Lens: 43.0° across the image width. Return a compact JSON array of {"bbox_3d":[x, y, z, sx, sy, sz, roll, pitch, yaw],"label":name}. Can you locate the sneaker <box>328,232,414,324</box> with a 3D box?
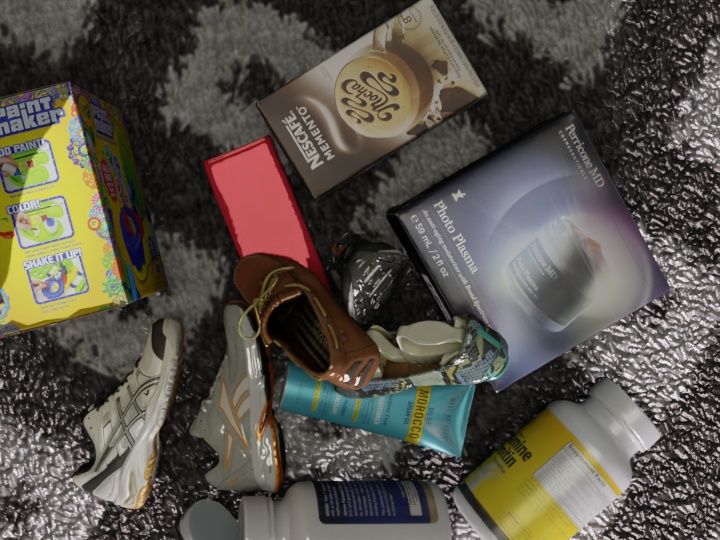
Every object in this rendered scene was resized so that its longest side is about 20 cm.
[{"bbox_3d":[0.000,0.000,0.865,0.079,0.200,0.074,40,90,5],"label":"sneaker"}]

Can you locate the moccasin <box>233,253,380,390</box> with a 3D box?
[{"bbox_3d":[-0.067,0.044,0.861,0.078,0.201,0.074,13,115,-44],"label":"moccasin"}]

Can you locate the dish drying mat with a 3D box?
[{"bbox_3d":[-0.092,-0.033,0.948,0.077,0.018,0.201,-22,93,0],"label":"dish drying mat"}]

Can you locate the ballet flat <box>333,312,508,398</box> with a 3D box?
[{"bbox_3d":[0.041,0.074,0.852,0.200,0.074,0.074,-15,94,35],"label":"ballet flat"}]

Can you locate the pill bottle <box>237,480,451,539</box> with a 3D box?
[{"bbox_3d":[-0.019,0.265,0.904,0.199,0.111,0.112,3,93,-12],"label":"pill bottle"}]

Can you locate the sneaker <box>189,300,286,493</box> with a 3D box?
[{"bbox_3d":[-0.133,0.132,0.929,0.092,0.076,0.201,-7,92,3],"label":"sneaker"}]

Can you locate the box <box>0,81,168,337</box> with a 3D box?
[{"bbox_3d":[-0.276,-0.054,0.848,0.122,0.200,0.193,-15,94,-1],"label":"box"}]

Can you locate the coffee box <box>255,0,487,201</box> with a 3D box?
[{"bbox_3d":[0.009,-0.167,0.913,0.200,0.080,0.113,-32,94,-1],"label":"coffee box"}]

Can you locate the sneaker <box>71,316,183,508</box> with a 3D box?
[{"bbox_3d":[-0.236,0.139,0.921,0.087,0.076,0.201,16,92,-3],"label":"sneaker"}]

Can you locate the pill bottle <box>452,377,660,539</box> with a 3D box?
[{"bbox_3d":[0.200,0.203,0.924,0.200,0.112,0.112,-41,94,0],"label":"pill bottle"}]

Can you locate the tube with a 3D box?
[{"bbox_3d":[0.017,0.138,0.950,0.199,0.050,0.078,12,98,-7],"label":"tube"}]

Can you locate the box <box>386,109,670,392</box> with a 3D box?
[{"bbox_3d":[0.161,-0.021,0.907,0.198,0.123,0.200,-31,94,-2],"label":"box"}]

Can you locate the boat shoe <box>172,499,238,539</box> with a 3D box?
[{"bbox_3d":[-0.125,0.330,0.929,0.199,0.074,0.068,49,135,5],"label":"boat shoe"}]
